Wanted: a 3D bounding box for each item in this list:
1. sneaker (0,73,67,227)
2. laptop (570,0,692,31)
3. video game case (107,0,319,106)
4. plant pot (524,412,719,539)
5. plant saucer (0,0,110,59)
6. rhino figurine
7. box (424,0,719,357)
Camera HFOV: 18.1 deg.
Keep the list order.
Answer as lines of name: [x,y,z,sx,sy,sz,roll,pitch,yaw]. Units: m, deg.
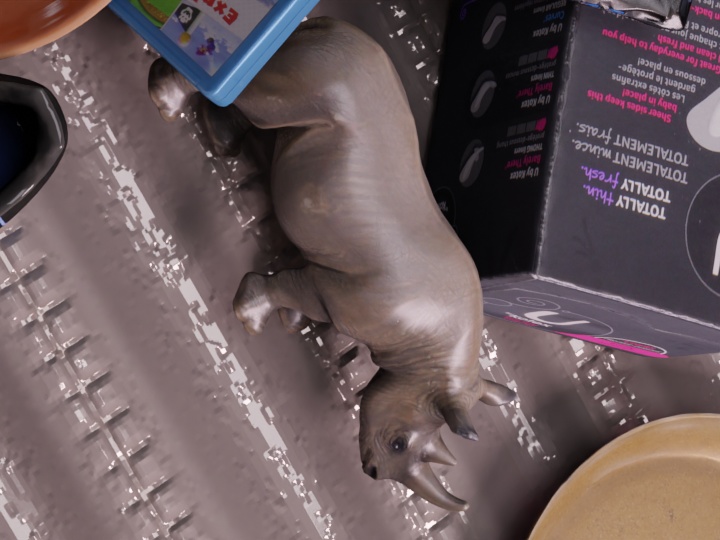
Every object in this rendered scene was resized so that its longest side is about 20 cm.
sneaker: [-0.189,-0.016,0.750,0.200,0.078,0.070,-31,100,-26]
laptop: [0.027,-0.188,0.844,0.199,0.103,0.178,13,80,-16]
video game case: [-0.031,-0.176,0.791,0.143,0.018,0.200,43,93,22]
plant pot: [0.137,0.159,0.936,0.199,0.027,0.201,2,86,-27]
plant saucer: [-0.149,-0.165,0.741,0.200,0.200,0.032,50,26,-15]
rhino figurine: [0.000,0.000,0.835,0.201,0.087,0.060,68,25,-8]
box: [0.107,-0.076,0.892,0.122,0.106,0.201,15,79,-25]
